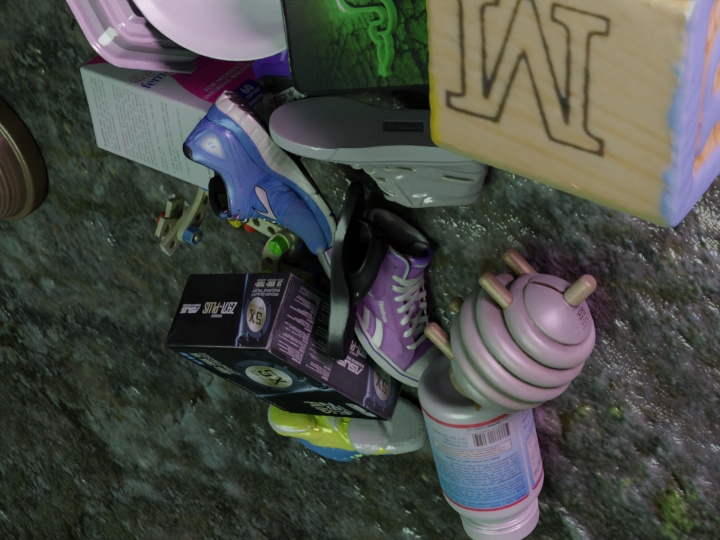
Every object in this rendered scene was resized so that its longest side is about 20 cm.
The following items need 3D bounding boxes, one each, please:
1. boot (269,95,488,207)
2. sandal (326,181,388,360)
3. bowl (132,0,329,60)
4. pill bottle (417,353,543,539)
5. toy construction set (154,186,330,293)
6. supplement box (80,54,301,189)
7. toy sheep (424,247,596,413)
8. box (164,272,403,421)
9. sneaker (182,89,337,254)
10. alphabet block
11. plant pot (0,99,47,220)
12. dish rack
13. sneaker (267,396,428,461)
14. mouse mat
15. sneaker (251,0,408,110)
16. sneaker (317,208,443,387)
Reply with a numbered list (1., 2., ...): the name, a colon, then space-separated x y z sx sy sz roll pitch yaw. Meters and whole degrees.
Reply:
1. boot: 0.018 -0.097 1.331 0.200 0.074 0.096 6 139 4
2. sandal: 0.000 0.000 1.417 0.048 0.075 0.201 11 128 9
3. bowl: -0.105 -0.290 1.272 0.201 0.090 0.201 8 122 13
4. pill bottle: 0.128 0.184 1.512 0.109 0.109 0.200 14 133 35
5. toy construction set: -0.121 -0.049 1.552 0.200 0.092 0.131 17 137 17
6. supplement box: -0.167 -0.159 1.471 0.200 0.101 0.103 20 137 29
7. toy sheep: 0.147 0.060 1.363 0.138 0.138 0.200 44 137 0
8. box: -0.074 0.082 1.556 0.164 0.086 0.200 -1 154 43
9. sneaker: -0.095 -0.078 1.379 0.200 0.089 0.079 47 -173 -38
10. alphabet block: 0.179 -0.180 1.049 0.200 0.195 0.197 22 136 26
11. plant pot: -0.490 -0.133 1.812 0.201 0.093 0.201 26 140 25
12. dish rack: -0.220 -0.276 1.348 0.044 0.172 0.200 -33 80 23
13. sneaker: -0.002 0.178 1.680 0.200 0.076 0.105 9 159 28
14. mouse mat: 0.011 -0.240 1.216 0.161 0.008 0.200 -3 118 7
15. sneaker: -0.033 -0.214 1.319 0.200 0.070 0.100 -16 97 42
16. sneaker: 0.043 0.028 1.478 0.114 0.073 0.201 -20 110 47
